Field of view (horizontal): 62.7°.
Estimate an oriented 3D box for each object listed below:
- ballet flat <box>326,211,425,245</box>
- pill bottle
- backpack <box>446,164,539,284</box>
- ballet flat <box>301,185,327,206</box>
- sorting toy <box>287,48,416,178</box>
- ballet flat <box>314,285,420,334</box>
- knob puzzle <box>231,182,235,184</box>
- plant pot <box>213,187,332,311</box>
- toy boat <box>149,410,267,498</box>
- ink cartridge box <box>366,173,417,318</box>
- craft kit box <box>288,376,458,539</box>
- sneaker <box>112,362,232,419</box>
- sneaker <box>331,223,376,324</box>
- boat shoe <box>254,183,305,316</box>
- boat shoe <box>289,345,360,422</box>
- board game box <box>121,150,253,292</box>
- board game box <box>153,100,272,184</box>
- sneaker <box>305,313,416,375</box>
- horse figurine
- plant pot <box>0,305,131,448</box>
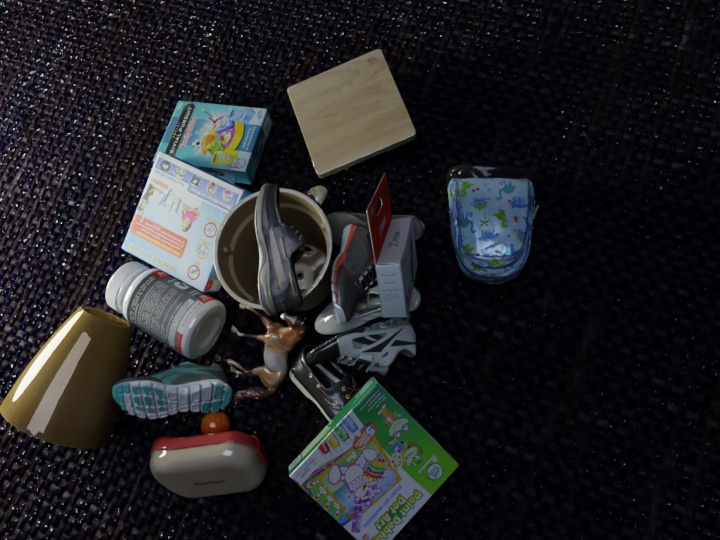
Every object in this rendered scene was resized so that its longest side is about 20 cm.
[{"bbox_3d":[0.022,-0.080,1.094,0.197,0.046,0.068,0,108,16],"label":"ballet flat"},{"bbox_3d":[-0.357,0.067,1.080,0.198,0.114,0.115,26,80,16],"label":"pill bottle"},{"bbox_3d":[0.224,-0.078,1.015,0.160,0.154,0.203,5,88,4],"label":"backpack"},{"bbox_3d":[-0.149,-0.103,1.113,0.198,0.057,0.067,-32,31,1],"label":"ballet flat"},{"bbox_3d":[-0.015,-0.292,1.142,0.197,0.070,0.201,-21,72,3],"label":"sorting toy"},{"bbox_3d":[0.007,0.057,1.041,0.197,0.069,0.070,-15,72,5],"label":"ballet flat"},{"bbox_3d":[-0.318,-0.109,1.166,0.216,0.030,0.223,-3,74,9],"label":"knob puzzle"},{"bbox_3d":[-0.127,-0.012,1.024,0.197,0.184,0.204,-3,74,9],"label":"plant pot"},{"bbox_3d":[-0.256,0.301,1.009,0.197,0.132,0.132,-9,43,7],"label":"toy boat"},{"bbox_3d":[0.056,-0.048,0.956,0.043,0.201,0.176,-3,114,12],"label":"ink cartridge box"},{"bbox_3d":[0.021,0.312,0.941,0.198,0.048,0.200,45,85,-11],"label":"craft kit box"},{"bbox_3d":[-0.326,0.203,1.034,0.197,0.091,0.079,4,116,-16],"label":"sneaker"},{"bbox_3d":[0.000,0.000,1.002,0.081,0.078,0.202,3,55,10],"label":"sneaker"},{"bbox_3d":[-0.119,-0.033,0.902,0.072,0.075,0.203,-4,82,-2],"label":"boat shoe"},{"bbox_3d":[-0.036,0.208,0.999,0.201,0.073,0.064,39,121,19],"label":"boat shoe"},{"bbox_3d":[-0.319,-0.090,1.098,0.198,0.056,0.198,25,96,16],"label":"board game box"},{"bbox_3d":[-0.293,-0.258,1.181,0.197,0.047,0.153,8,66,12],"label":"board game box"},{"bbox_3d":[0.009,0.140,0.995,0.197,0.074,0.090,-15,80,-17],"label":"sneaker"},{"bbox_3d":[-0.167,0.149,1.034,0.131,0.050,0.203,17,109,9],"label":"horse figurine"},{"bbox_3d":[-0.483,0.172,1.022,0.184,0.186,0.202,23,87,15],"label":"plant pot"}]
